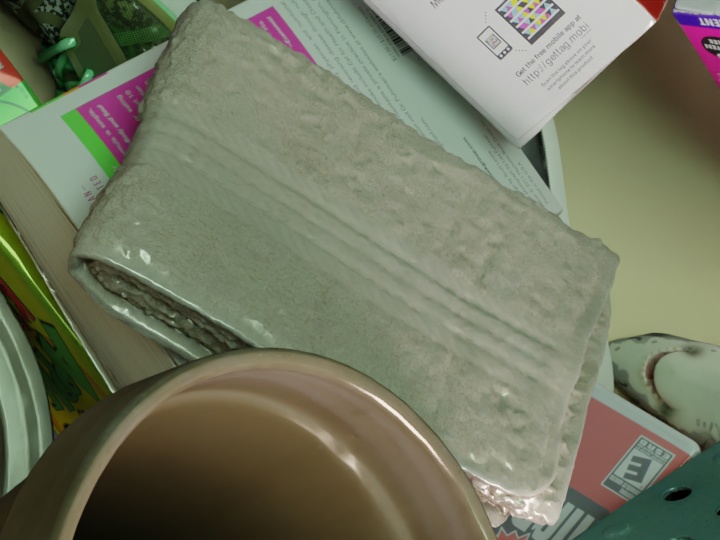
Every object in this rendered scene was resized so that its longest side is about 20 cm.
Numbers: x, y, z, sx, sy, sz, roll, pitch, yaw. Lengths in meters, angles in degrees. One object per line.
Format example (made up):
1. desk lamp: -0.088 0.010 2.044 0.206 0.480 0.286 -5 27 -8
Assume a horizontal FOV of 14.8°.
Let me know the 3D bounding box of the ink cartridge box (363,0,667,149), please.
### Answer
1. ink cartridge box: 0.050 -0.173 1.107 0.175 0.084 0.200 42 32 -8

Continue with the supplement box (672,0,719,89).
1. supplement box: 0.220 -0.089 1.143 0.200 0.101 0.104 46 62 -51

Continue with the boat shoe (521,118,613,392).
1. boat shoe: 0.045 -0.025 1.140 0.060 0.074 0.201 -17 95 -27

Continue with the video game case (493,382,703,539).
1. video game case: 0.015 0.110 1.051 0.143 0.017 0.200 31 72 34

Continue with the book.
1. book: -0.030 -0.033 1.032 0.200 0.048 0.134 -31 85 -39

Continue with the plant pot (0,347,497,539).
1. plant pot: -0.074 0.140 0.927 0.199 0.173 0.201 14 68 -39

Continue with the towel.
1. towel: 0.000 0.000 0.987 0.200 0.034 0.133 32 49 -15

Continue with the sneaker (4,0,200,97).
1. sneaker: -0.094 -0.070 1.098 0.200 0.077 0.089 33 79 -9

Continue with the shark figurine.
1. shark figurine: 0.187 0.122 1.164 0.128 0.089 0.216 -15 75 12

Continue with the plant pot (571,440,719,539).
1. plant pot: 0.159 0.173 1.013 0.141 0.141 0.201 -28 112 -32

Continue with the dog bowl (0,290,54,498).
1. dog bowl: -0.218 0.070 1.022 0.199 0.074 0.201 4 79 -20

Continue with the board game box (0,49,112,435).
1. board game box: -0.112 0.010 1.056 0.048 0.102 0.200 -39 94 -22
